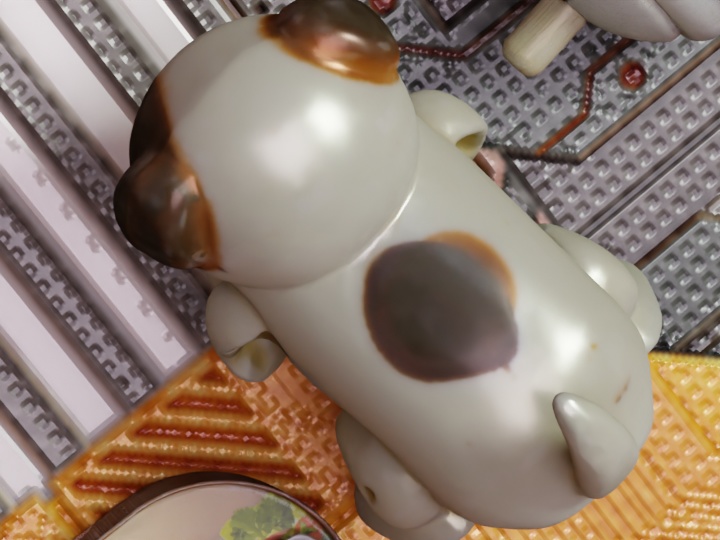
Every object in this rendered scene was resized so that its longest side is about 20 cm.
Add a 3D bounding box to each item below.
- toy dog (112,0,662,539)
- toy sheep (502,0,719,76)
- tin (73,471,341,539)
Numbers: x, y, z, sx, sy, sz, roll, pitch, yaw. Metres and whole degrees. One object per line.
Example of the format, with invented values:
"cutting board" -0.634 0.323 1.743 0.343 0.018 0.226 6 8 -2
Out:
"toy dog" 0.000 0.000 1.017 0.140 0.194 0.200 -41 111 6
"toy sheep" 0.121 -0.149 1.055 0.200 0.138 0.138 -42 105 6
"tin" -0.091 0.156 1.087 0.200 0.042 0.112 -37 108 -7
